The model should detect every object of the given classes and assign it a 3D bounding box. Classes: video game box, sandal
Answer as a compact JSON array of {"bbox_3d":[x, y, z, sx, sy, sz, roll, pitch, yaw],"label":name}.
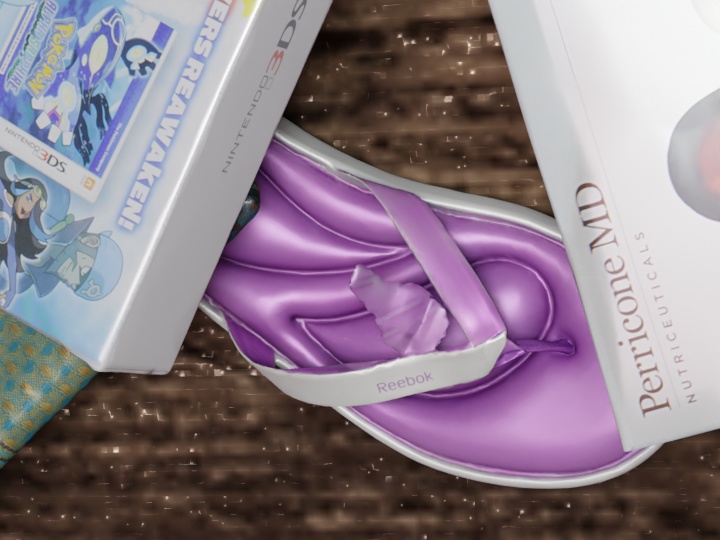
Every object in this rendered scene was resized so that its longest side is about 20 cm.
[{"bbox_3d":[-0.093,-0.099,0.800,0.182,0.047,0.201,28,98,27],"label":"video game box"},{"bbox_3d":[-0.003,0.007,0.816,0.202,0.050,0.083,25,104,13],"label":"sandal"}]

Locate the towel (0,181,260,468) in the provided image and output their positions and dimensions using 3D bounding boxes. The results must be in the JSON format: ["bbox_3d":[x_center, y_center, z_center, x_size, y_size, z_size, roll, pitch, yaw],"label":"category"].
[{"bbox_3d":[-0.135,-0.007,0.850,0.200,0.022,0.147,-43,69,17],"label":"towel"}]

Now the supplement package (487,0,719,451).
[{"bbox_3d":[0.143,-0.080,0.711,0.199,0.147,0.192,-17,93,17],"label":"supplement package"}]
